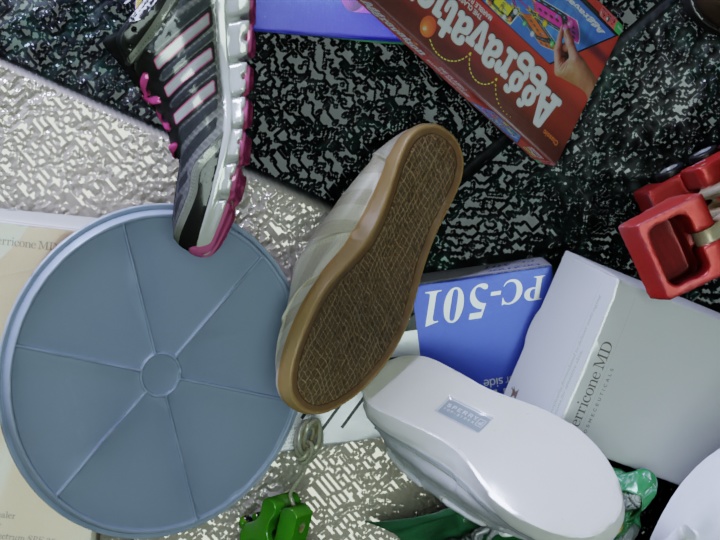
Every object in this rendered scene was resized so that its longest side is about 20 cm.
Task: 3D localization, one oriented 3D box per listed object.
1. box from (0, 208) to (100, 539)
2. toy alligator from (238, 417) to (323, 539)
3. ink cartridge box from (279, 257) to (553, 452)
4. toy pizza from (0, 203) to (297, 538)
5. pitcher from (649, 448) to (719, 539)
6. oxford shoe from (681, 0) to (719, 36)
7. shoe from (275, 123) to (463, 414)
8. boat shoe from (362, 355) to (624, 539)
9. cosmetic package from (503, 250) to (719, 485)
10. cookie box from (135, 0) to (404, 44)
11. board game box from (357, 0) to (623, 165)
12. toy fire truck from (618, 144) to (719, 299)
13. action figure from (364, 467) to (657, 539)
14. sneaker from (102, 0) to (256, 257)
[{"bbox_3d":[-0.196,0.067,1.322,0.094,0.078,0.202,5,96,-5],"label":"box"},{"bbox_3d":[-0.059,0.180,1.352,0.054,0.059,0.202,19,108,37],"label":"toy alligator"},{"bbox_3d":[0.026,0.053,1.353,0.198,0.044,0.095,-9,98,-3],"label":"ink cartridge box"},{"bbox_3d":[-0.125,0.059,1.281,0.199,0.032,0.202,-5,101,-28],"label":"toy pizza"},{"bbox_3d":[0.198,0.173,1.237,0.170,0.122,0.200,8,140,-36],"label":"pitcher"},{"bbox_3d":[0.303,-0.153,1.331,0.198,0.084,0.073,9,94,-7],"label":"oxford shoe"},{"bbox_3d":[0.000,0.000,1.307,0.070,0.053,0.201,41,66,-29],"label":"shoe"},{"bbox_3d":[0.077,0.120,1.259,0.072,0.199,0.069,-43,136,-27],"label":"boat shoe"},{"bbox_3d":[0.201,0.075,1.325,0.199,0.085,0.108,19,95,-23],"label":"cosmetic package"},{"bbox_3d":[-0.034,-0.229,1.303,0.198,0.075,0.173,3,98,-4],"label":"cookie box"},{"bbox_3d":[0.076,-0.158,1.283,0.200,0.019,0.104,37,76,-38],"label":"board game box"},{"bbox_3d":[0.234,-0.050,1.294,0.199,0.141,0.049,-28,97,-12],"label":"toy fire truck"},{"bbox_3d":[0.104,0.165,1.316,0.118,0.055,0.199,44,129,-16],"label":"action figure"},{"bbox_3d":[-0.106,-0.109,1.240,0.087,0.074,0.202,2,90,-1],"label":"sneaker"}]
